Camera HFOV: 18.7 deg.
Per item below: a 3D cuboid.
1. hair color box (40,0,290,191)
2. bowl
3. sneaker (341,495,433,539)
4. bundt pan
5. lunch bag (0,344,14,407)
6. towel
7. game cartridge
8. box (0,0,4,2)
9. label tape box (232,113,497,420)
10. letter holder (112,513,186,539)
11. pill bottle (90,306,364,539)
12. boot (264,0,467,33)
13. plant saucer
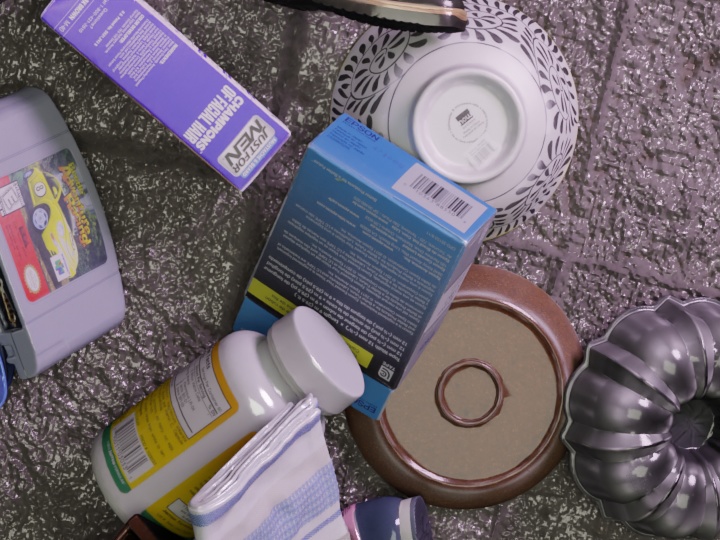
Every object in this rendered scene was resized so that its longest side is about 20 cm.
[{"bbox_3d":[-0.147,-0.149,1.666,0.200,0.109,0.065,39,92,-7],"label":"hair color box"},{"bbox_3d":[0.078,-0.114,1.696,0.200,0.094,0.202,0,97,-4],"label":"bowl"},{"bbox_3d":[0.020,0.280,1.759,0.082,0.070,0.201,-3,94,13],"label":"sneaker"},{"bbox_3d":[0.265,0.123,1.733,0.201,0.076,0.203,-2,97,-15],"label":"bundt pan"},{"bbox_3d":[-0.345,0.044,1.661,0.135,0.132,0.201,-20,97,-2],"label":"lunch bag"},{"bbox_3d":[-0.057,0.208,1.606,0.147,0.024,0.201,-42,131,-40],"label":"towel"},{"bbox_3d":[-0.247,-0.033,1.664,0.041,0.133,0.201,-12,103,29],"label":"game cartridge"},{"bbox_3d":[-0.320,-0.184,1.623,0.200,0.160,0.049,-42,97,2],"label":"box"},{"bbox_3d":[0.000,0.000,1.689,0.143,0.066,0.200,32,131,9],"label":"label tape box"},{"bbox_3d":[-0.137,0.296,1.669,0.142,0.101,0.200,-49,142,2],"label":"letter holder"},{"bbox_3d":[-0.099,0.117,1.676,0.200,0.113,0.113,-37,98,17],"label":"pill bottle"},{"bbox_3d":[-0.003,-0.261,1.659,0.199,0.077,0.139,16,91,15],"label":"boot"},{"bbox_3d":[0.086,0.096,1.752,0.199,0.034,0.201,-1,97,-5],"label":"plant saucer"}]
